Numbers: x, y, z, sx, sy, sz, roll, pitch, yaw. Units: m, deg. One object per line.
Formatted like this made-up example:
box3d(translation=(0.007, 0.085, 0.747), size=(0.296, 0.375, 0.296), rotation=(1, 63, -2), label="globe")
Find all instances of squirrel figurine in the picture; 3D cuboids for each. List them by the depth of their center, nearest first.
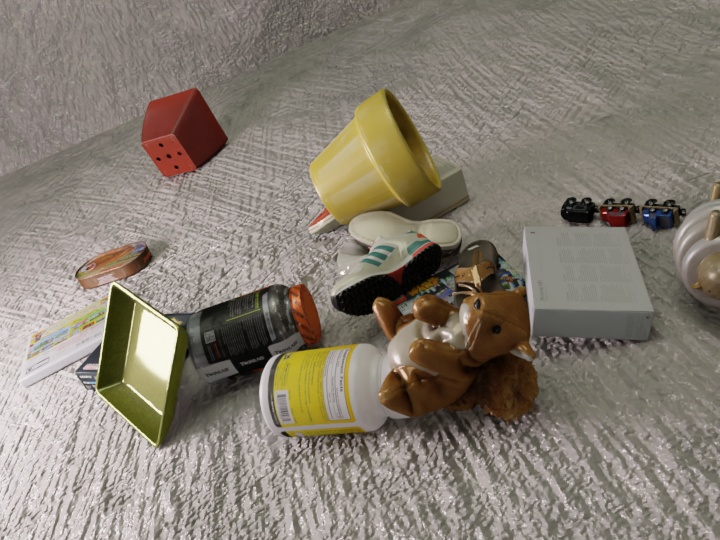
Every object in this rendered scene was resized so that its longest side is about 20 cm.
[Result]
box3d(translation=(0.135, 0.094, 0.814), size=(0.185, 0.199, 0.144), rotation=(-32, 38, 32), label="squirrel figurine")

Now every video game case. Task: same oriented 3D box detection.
box3d(translation=(-0.614, 0.145, 1.437), size=(0.197, 0.023, 0.182), rotation=(-28, 31, -5), label="video game case")

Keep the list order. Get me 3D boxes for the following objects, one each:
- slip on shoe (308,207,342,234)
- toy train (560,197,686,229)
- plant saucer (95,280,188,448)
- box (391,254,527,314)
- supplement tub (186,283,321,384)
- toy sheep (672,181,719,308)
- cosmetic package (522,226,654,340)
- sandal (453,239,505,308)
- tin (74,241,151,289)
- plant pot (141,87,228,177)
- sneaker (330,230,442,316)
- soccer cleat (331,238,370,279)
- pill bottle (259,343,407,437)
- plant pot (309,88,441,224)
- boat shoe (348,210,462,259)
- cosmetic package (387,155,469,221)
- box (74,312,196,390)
box3d(translation=(-0.035, -0.142, 1.380), size=(0.199, 0.062, 0.073), rotation=(-41, -16, 27), label="slip on shoe")
box3d(translation=(0.409, -0.091, 1.078), size=(0.197, 0.035, 0.046), rotation=(7, 45, 42), label="toy train")
box3d(translation=(-0.345, 0.144, 1.093), size=(0.197, 0.205, 0.047), rotation=(25, 17, 36), label="plant saucer")
box3d(translation=(0.146, 0.047, 1.040), size=(0.196, 0.041, 0.137), rotation=(-26, 29, -3), label="box")
box3d(translation=(-0.169, 0.098, 1.098), size=(0.195, 0.125, 0.124), rotation=(-18, 30, 9), label="supplement tub")
box3d(translation=(0.459, -0.029, 0.852), size=(0.135, 0.141, 0.200), rotation=(1, 27, 35), label="toy sheep")
box3d(translation=(0.304, 0.011, 0.940), size=(0.146, 0.053, 0.202), rotation=(3, 35, 8), label="cosmetic package")
box3d(translation=(0.172, 0.005, 0.992), size=(0.080, 0.055, 0.202), rotation=(-12, 33, 19), label="sandal")
box3d(translation=(-0.600, -0.012, 1.656), size=(0.195, 0.043, 0.113), rotation=(-16, 27, 14), label="tin")
box3d(translation=(-0.561, -0.409, 2.106), size=(0.195, 0.202, 0.179), rotation=(-8, 43, 24), label="plant pot")
box3d(translation=(0.030, -0.002, 1.079), size=(0.197, 0.072, 0.093), rotation=(-28, 40, -16), label="sneaker")
box3d(translation=(0.000, 0.000, 1.196), size=(0.076, 0.070, 0.200), rotation=(-30, 24, -2), label="soccer cleat")
box3d(translation=(-0.027, 0.160, 0.913), size=(0.195, 0.114, 0.113), rotation=(-9, 33, 22), label="pill bottle")
box3d(translation=(0.019, -0.184, 1.212), size=(0.186, 0.202, 0.203), rotation=(-30, 27, 17), label="plant pot")
box3d(translation=(0.077, -0.056, 1.175), size=(0.194, 0.060, 0.074), rotation=(4, 63, 10), label="boat shoe")
box3d(translation=(0.101, -0.136, 1.324), size=(0.197, 0.074, 0.104), rotation=(-30, 31, -10), label="cosmetic package")
box3d(translation=(-0.404, 0.149, 1.258), size=(0.195, 0.047, 0.160), rotation=(-4, 36, 29), label="box")
